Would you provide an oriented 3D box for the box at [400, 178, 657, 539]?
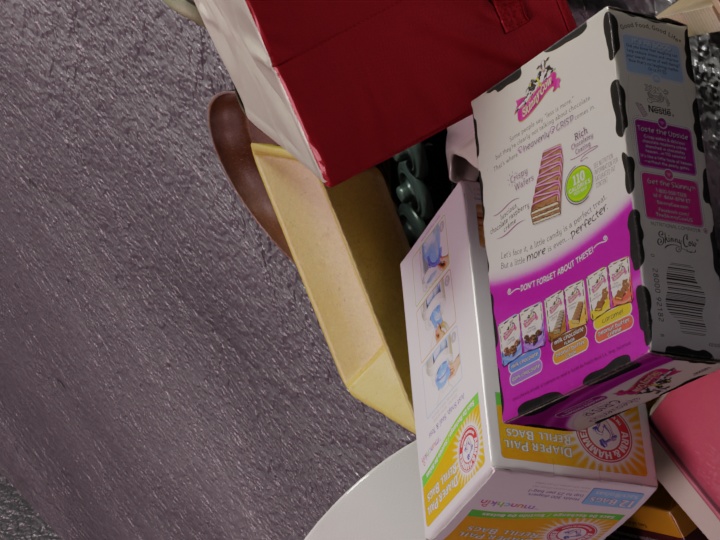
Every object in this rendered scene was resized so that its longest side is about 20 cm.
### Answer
[{"bbox_3d":[0.099,0.062,1.341,0.101,0.112,0.201,125,148,-51],"label":"box"}]

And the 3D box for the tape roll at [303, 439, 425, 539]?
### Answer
[{"bbox_3d":[0.061,0.217,1.440,0.139,0.202,0.203,45,158,28],"label":"tape roll"}]

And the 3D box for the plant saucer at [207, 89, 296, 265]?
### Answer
[{"bbox_3d":[-0.039,-0.062,1.676,0.200,0.034,0.200,41,157,22],"label":"plant saucer"}]

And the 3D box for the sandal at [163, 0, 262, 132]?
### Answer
[{"bbox_3d":[-0.068,-0.132,1.542,0.201,0.057,0.080,36,-178,-25],"label":"sandal"}]

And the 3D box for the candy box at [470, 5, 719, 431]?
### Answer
[{"bbox_3d":[0.130,-0.026,1.221,0.136,0.061,0.201,-31,58,52],"label":"candy box"}]

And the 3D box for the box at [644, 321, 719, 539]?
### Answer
[{"bbox_3d":[0.255,0.072,1.262,0.109,0.128,0.200,51,160,14],"label":"box"}]

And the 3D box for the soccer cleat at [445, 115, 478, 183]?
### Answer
[{"bbox_3d":[0.116,-0.088,1.383,0.200,0.069,0.078,3,84,63],"label":"soccer cleat"}]

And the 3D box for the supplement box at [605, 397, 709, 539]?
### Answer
[{"bbox_3d":[0.245,0.196,1.469,0.200,0.133,0.197,61,160,-12],"label":"supplement box"}]

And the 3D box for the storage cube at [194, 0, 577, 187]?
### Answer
[{"bbox_3d":[0.000,-0.182,1.336,0.171,0.179,0.200,65,171,-25],"label":"storage cube"}]

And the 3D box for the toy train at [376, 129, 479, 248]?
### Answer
[{"bbox_3d":[0.049,-0.094,1.565,0.200,0.085,0.114,85,159,-58],"label":"toy train"}]

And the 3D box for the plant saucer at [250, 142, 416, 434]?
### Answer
[{"bbox_3d":[0.000,0.000,1.516,0.200,0.048,0.201,-157,45,-75],"label":"plant saucer"}]

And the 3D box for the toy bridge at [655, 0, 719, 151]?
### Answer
[{"bbox_3d":[0.191,-0.142,1.224,0.200,0.027,0.067,60,159,-12],"label":"toy bridge"}]
